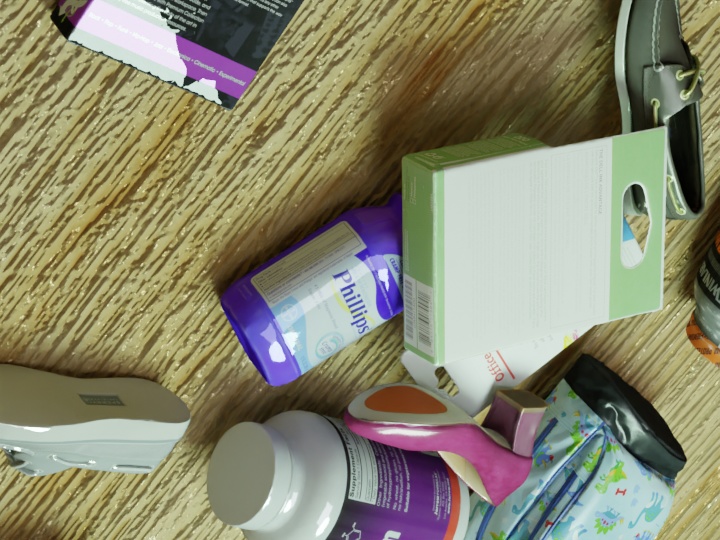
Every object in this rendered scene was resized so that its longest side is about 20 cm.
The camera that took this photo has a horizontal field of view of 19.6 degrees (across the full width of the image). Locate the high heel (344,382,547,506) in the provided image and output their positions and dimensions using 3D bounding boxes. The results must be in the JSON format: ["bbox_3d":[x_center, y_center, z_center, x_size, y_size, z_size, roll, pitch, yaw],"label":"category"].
[{"bbox_3d":[0.057,0.138,1.539,0.199,0.067,0.097,5,112,-39],"label":"high heel"}]

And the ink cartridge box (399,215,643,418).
[{"bbox_3d":[0.113,0.017,1.578,0.200,0.068,0.115,-38,136,-3],"label":"ink cartridge box"}]

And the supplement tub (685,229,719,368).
[{"bbox_3d":[0.348,-0.013,1.679,0.122,0.123,0.201,5,120,-37],"label":"supplement tub"}]

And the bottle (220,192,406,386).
[{"bbox_3d":[0.000,0.000,1.488,0.199,0.065,0.084,-32,131,-9],"label":"bottle"}]

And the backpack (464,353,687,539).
[{"bbox_3d":[0.170,0.194,1.720,0.200,0.154,0.163,-38,141,10],"label":"backpack"}]

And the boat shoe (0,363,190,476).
[{"bbox_3d":[-0.211,0.110,1.437,0.199,0.072,0.069,2,123,-47],"label":"boat shoe"}]

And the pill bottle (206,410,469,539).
[{"bbox_3d":[-0.018,0.170,1.580,0.199,0.113,0.113,17,113,-42],"label":"pill bottle"}]

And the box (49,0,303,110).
[{"bbox_3d":[-0.082,-0.208,1.286,0.142,0.036,0.201,21,112,-44],"label":"box"}]

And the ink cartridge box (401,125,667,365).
[{"bbox_3d":[0.125,-0.024,1.480,0.199,0.048,0.147,-13,113,-29],"label":"ink cartridge box"}]

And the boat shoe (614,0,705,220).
[{"bbox_3d":[0.222,-0.129,1.513,0.072,0.060,0.203,-44,138,-47],"label":"boat shoe"}]
